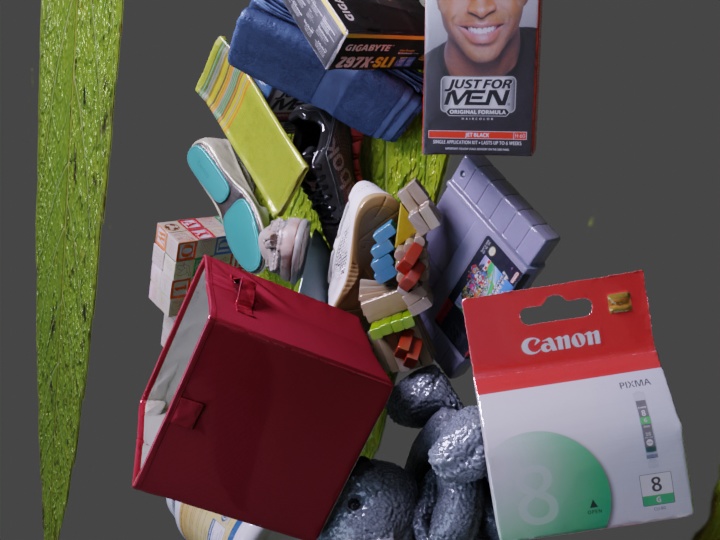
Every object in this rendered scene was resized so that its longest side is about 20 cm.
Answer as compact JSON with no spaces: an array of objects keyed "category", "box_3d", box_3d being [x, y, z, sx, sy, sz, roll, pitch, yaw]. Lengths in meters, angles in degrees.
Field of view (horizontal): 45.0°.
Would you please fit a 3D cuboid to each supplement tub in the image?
[{"category":"supplement tub","box_3d":[-0.159,0.328,1.167,0.200,0.144,0.145,22,115,45]}]

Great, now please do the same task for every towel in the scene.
[{"category":"towel","box_3d":[-0.123,-0.160,0.960,0.200,0.018,0.086,58,140,22]},{"category":"towel","box_3d":[-0.032,-0.202,0.871,0.112,0.199,0.049,-40,28,64]}]

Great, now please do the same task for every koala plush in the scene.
[{"category":"koala plush","box_3d":[0.043,0.228,0.835,0.184,0.199,0.177,66,170,-18]}]

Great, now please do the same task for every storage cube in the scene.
[{"category":"storage cube","box_3d":[-0.097,0.116,0.824,0.201,0.179,0.171,-63,18,11]}]

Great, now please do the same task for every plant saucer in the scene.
[{"category":"plant saucer","box_3d":[-0.056,0.053,1.004,0.201,0.038,0.202,-167,90,-88]}]

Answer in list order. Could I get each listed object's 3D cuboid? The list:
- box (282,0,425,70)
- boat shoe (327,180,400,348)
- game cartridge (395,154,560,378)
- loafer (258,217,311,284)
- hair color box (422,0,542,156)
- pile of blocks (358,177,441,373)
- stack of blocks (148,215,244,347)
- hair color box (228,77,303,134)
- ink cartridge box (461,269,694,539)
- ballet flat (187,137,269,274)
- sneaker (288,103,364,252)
[{"category":"box","box_3d":[-0.006,-0.279,0.837,0.049,0.159,0.201,-51,59,42]},{"category":"boat shoe","box_3d":[0.000,0.000,0.931,0.069,0.070,0.201,-123,40,-56]},{"category":"game cartridge","box_3d":[0.105,0.001,0.868,0.130,0.038,0.200,56,135,32]},{"category":"loafer","box_3d":[-0.091,-0.023,0.991,0.200,0.063,0.072,121,161,-86]},{"category":"hair color box","box_3d":[0.108,-0.203,0.763,0.101,0.061,0.201,2,102,14]},{"category":"pile of blocks","box_3d":[0.036,0.013,0.850,0.082,0.062,0.201,3,104,6]},{"category":"stack of blocks","box_3d":[-0.229,0.029,1.207,0.059,0.115,0.201,38,126,39]},{"category":"hair color box","box_3d":[-0.061,-0.242,0.957,0.061,0.100,0.200,56,136,24]},{"category":"ink cartridge box","box_3d":[0.177,0.112,0.718,0.050,0.160,0.201,-54,-45,-85]},{"category":"ballet flat","box_3d":[-0.156,-0.089,1.135,0.069,0.069,0.201,-40,73,47]},{"category":"sneaker","box_3d":[-0.036,-0.097,0.963,0.071,0.098,0.202,0,100,48]}]
